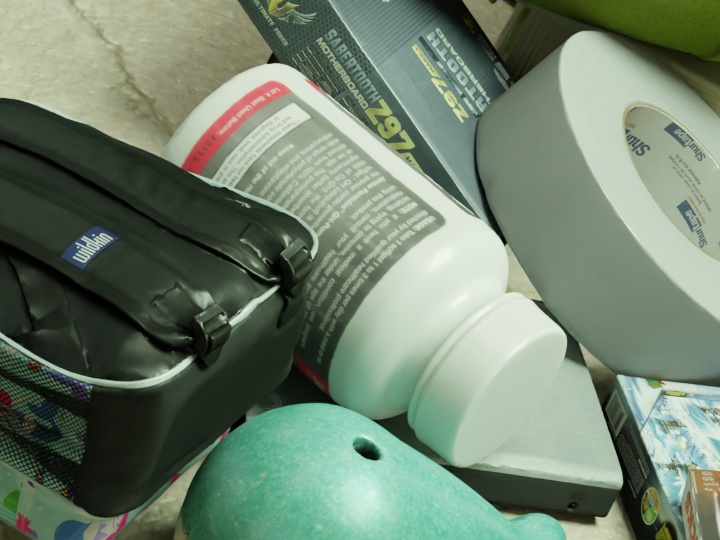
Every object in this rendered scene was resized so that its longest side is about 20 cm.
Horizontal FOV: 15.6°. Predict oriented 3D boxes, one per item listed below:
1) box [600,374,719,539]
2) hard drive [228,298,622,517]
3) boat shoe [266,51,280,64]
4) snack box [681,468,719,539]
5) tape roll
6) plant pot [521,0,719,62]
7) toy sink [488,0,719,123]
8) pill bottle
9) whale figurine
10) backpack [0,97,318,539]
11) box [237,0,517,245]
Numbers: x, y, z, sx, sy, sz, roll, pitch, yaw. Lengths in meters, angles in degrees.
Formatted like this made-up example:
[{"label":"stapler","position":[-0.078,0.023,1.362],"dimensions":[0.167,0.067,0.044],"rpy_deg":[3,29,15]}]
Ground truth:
[{"label":"box","position":[0.207,0.139,1.308],"dimensions":[0.136,0.040,0.201],"rpy_deg":[8,38,-20]},{"label":"hard drive","position":[0.022,0.056,1.320],"dimensions":[0.199,0.033,0.140],"rpy_deg":[9,37,-19]},{"label":"boat shoe","position":[-0.032,-0.067,1.428],"dimensions":[0.073,0.076,0.201],"rpy_deg":[25,42,-6]},{"label":"snack box","position":[0.193,0.169,1.199],"dimensions":[0.071,0.024,0.201],"rpy_deg":[6,38,-6]},{"label":"tape roll","position":[0.153,-0.029,1.413],"dimensions":[0.200,0.066,0.201],"rpy_deg":[36,32,-26]},{"label":"plant pot","position":[0.142,-0.215,1.437],"dimensions":[0.191,0.201,0.201],"rpy_deg":[4,38,-12]},{"label":"toy sink","position":[0.135,-0.128,1.564],"dimensions":[0.199,0.112,0.131],"rpy_deg":[27,34,-2]},{"label":"pill bottle","position":[0.000,0.000,1.254],"dimensions":[0.200,0.111,0.110],"rpy_deg":[40,38,23]},{"label":"whale figurine","position":[0.019,0.119,1.170],"dimensions":[0.199,0.104,0.160],"rpy_deg":[8,37,-22]},{"label":"backpack","position":[-0.140,0.015,1.176],"dimensions":[0.199,0.151,0.177],"rpy_deg":[31,37,14]},{"label":"box","position":[0.025,-0.106,1.428],"dimensions":[0.201,0.051,0.158],"rpy_deg":[55,27,-5]}]
